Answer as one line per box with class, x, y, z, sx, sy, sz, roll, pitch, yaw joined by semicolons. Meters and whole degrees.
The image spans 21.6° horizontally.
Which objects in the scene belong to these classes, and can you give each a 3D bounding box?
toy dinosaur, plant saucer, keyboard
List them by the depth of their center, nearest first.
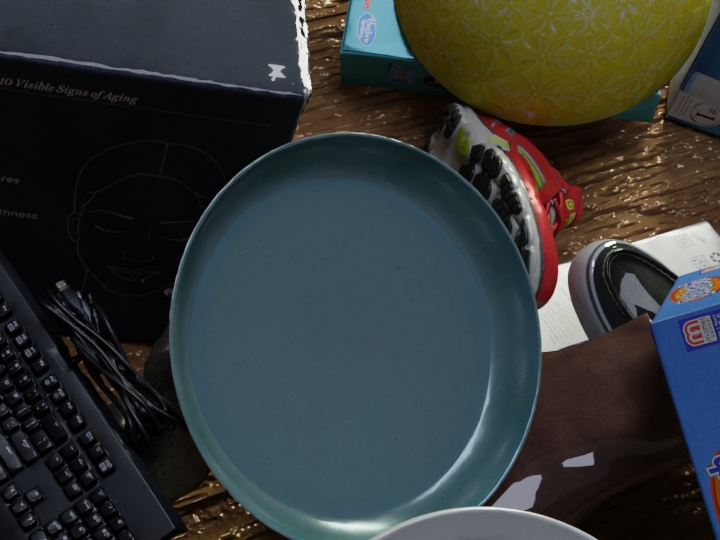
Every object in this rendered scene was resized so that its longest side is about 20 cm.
keyboard;-0.154;0.049;0.865;0.104;0.040;0.200;-33;69;-13
plant saucer;-0.004;0.035;0.898;0.200;0.027;0.200;4;81;-29
toy dinosaur;-0.090;0.073;0.918;0.077;0.200;0.102;30;17;-29

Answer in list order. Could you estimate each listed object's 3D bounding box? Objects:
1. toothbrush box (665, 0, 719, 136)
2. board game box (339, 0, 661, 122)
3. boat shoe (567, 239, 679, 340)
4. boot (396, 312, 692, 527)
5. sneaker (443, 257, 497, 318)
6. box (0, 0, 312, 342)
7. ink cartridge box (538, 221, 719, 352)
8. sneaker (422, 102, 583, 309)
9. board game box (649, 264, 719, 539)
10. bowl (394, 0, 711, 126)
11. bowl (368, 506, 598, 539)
toothbrush box;0.322;-0.143;1.238;0.200;0.146;0.085;19;47;-5
board game box;0.096;-0.182;1.196;0.200;0.047;0.151;8;71;4
boat shoe;0.198;0.055;1.037;0.200;0.057;0.069;47;59;-7
boot;0.089;0.113;0.936;0.166;0.072;0.200;-19;42;12
sneaker;0.000;0.000;1.035;0.076;0.091;0.200;33;8;-32
box;-0.146;-0.074;0.978;0.200;0.197;0.124;7;49;-14
ink cartridge box;0.150;0.038;1.094;0.200;0.039;0.100;-14;57;-31
sneaker;0.093;-0.039;1.091;0.085;0.077;0.200;15;27;-17
board game box;0.199;0.102;0.933;0.152;0.045;0.200;-27;99;-74
bowl;0.118;-0.197;1.120;0.200;0.108;0.200;0;71;1
bowl;0.044;0.206;0.785;0.201;0.090;0.201;6;68;-16
